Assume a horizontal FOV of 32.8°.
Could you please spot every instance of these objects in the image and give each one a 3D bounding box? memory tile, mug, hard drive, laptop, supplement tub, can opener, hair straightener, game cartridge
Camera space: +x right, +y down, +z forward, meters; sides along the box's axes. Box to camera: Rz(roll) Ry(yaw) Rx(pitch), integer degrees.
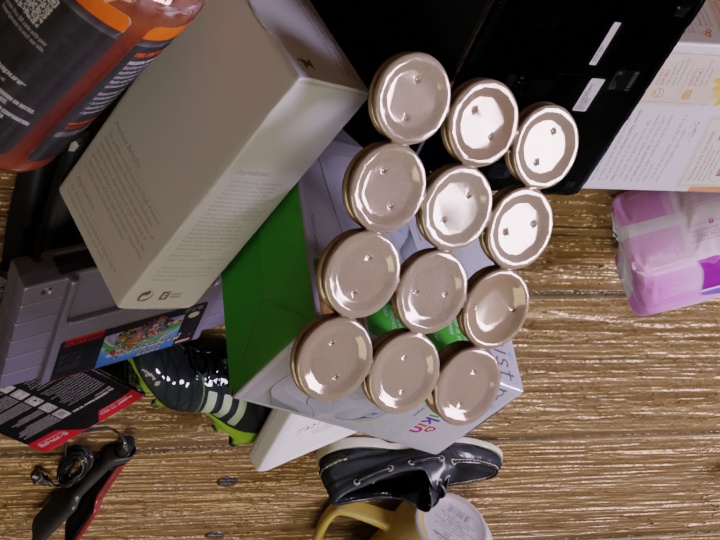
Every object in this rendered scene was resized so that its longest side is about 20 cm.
[{"bbox_3d":[0.045,-0.013,0.705,0.152,0.017,0.203,12,99,-33],"label":"memory tile"},{"bbox_3d":[0.055,0.318,1.311,0.184,0.151,0.154,1,135,-25],"label":"mug"},{"bbox_3d":[-0.012,0.094,1.047,0.131,0.026,0.201,-18,152,-35],"label":"hard drive"},{"bbox_3d":[0.070,-0.144,0.736,0.197,0.104,0.178,1,143,-21],"label":"laptop"},{"bbox_3d":[-0.154,-0.148,0.664,0.106,0.108,0.199,26,131,-39],"label":"supplement tub"},{"bbox_3d":[-0.219,-0.038,0.849,0.063,0.079,0.201,31,137,10],"label":"can opener"},{"bbox_3d":[-0.274,0.206,1.164,0.076,0.041,0.200,15,137,-30],"label":"hair straightener"},{"bbox_3d":[-0.165,0.020,0.886,0.198,0.039,0.130,-16,147,-35],"label":"game cartridge"}]

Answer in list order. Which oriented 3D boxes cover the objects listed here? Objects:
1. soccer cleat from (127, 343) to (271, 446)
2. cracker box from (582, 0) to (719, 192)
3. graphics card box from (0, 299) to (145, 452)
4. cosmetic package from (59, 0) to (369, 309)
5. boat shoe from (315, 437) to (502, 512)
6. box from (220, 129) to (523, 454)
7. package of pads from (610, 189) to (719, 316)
[{"bbox_3d":[-0.122,0.090,1.033,0.080,0.068,0.200,-31,146,12],"label":"soccer cleat"},{"bbox_3d":[0.183,-0.120,0.822,0.197,0.058,0.135,0,141,-15],"label":"cracker box"},{"bbox_3d":[-0.283,0.071,0.974,0.125,0.051,0.199,-29,141,24],"label":"graphics card box"},{"bbox_3d":[-0.094,-0.077,0.745,0.200,0.102,0.074,-45,154,29],"label":"cosmetic package"},{"bbox_3d":[0.054,0.208,1.220,0.197,0.067,0.075,7,140,-21],"label":"boat shoe"},{"bbox_3d":[0.000,0.000,0.819,0.175,0.202,0.097,20,135,-33],"label":"box"},{"bbox_3d":[0.292,-0.033,0.934,0.197,0.077,0.121,-15,160,9],"label":"package of pads"}]
